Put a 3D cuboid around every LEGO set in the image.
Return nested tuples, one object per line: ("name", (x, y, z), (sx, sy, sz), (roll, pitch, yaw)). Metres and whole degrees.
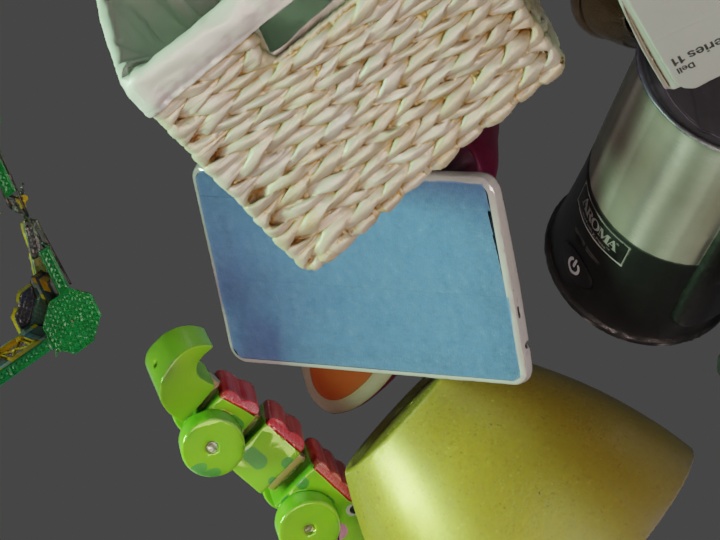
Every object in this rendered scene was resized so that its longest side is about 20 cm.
("LEGO set", (-0.251, -0.010, 1.683), (0.154, 0.116, 0.200), (-45, 120, -21))

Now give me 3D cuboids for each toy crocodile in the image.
("toy crocodile", (-0.054, 0.108, 1.767), (0.062, 0.068, 0.200), (-44, 113, 11))

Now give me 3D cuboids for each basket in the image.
("basket", (-0.018, -0.141, 1.591), (0.198, 0.200, 0.161), (-38, 116, 9))

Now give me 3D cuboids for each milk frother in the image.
("milk frother", (0.231, -0.056, 1.674), (0.180, 0.200, 0.188), (44, 147, 14))

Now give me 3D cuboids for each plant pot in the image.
("plant pot", (0.075, 0.130, 1.745), (0.142, 0.200, 0.200), (43, 102, -3))

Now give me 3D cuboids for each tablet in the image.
("tablet", (0.000, 0.000, 1.695), (0.199, 0.014, 0.131), (4, 118, 31))

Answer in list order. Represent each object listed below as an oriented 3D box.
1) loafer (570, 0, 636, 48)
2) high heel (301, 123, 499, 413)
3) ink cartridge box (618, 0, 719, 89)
("loafer", (0.221, -0.152, 1.694), (0.199, 0.067, 0.076), (-8, 115, -5))
("high heel", (0.029, -0.002, 1.748), (0.067, 0.096, 0.200), (38, 129, 9))
("ink cartridge box", (0.194, -0.211, 1.572), (0.146, 0.200, 0.083), (-24, 136, 13))
